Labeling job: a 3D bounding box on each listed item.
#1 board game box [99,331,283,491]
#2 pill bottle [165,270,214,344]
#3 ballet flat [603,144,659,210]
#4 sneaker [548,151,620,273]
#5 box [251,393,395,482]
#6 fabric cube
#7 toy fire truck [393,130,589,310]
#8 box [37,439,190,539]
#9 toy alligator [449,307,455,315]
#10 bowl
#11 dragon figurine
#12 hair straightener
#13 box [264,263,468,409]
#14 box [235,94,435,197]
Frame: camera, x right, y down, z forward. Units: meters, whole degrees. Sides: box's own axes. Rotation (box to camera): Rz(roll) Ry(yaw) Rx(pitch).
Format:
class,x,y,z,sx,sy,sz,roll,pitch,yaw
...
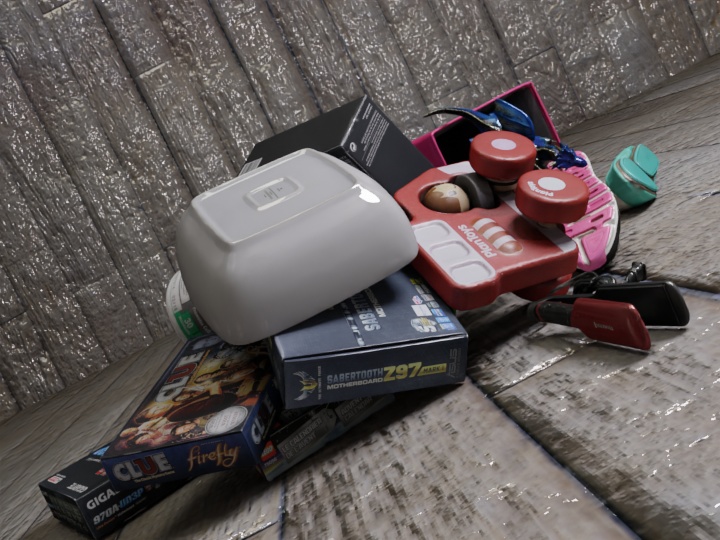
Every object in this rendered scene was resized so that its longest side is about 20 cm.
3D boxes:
class,x,y,z,sx,sy,sz,roll,pitch,yaw
board game box,-0.127,0.109,0.745,0.134,0.035,0.200,-15,21,17
pill bottle,-0.109,0.010,0.919,0.199,0.114,0.113,-28,4,29
ballet flat,0.343,-0.110,1.071,0.071,0.067,0.200,-51,-6,28
sneaker,0.244,-0.050,0.895,0.073,0.088,0.201,-26,29,18
box,-0.075,0.114,0.791,0.136,0.040,0.199,-30,21,-22
fabric cube,0.141,-0.093,1.085,0.195,0.202,0.199,-31,6,-34
toy fire truck,0.109,-0.045,0.795,0.166,0.113,0.200,-14,38,-23
box,-0.244,0.211,0.888,0.158,0.046,0.199,-29,7,-31
toy alligator,0.068,0.052,0.828,0.054,0.060,0.200,-25,8,13
bowl,-0.068,-0.039,0.744,0.198,0.075,0.200,-26,30,-15
dragon figurine,0.156,-0.143,0.894,0.059,0.199,0.099,-57,-13,9
hair straightener,0.193,0.027,0.652,0.076,0.041,0.200,-28,2,-12
box,-0.011,0.037,0.747,0.156,0.052,0.200,-7,28,-12
box,-0.027,-0.095,0.928,0.199,0.141,0.079,-11,44,47
